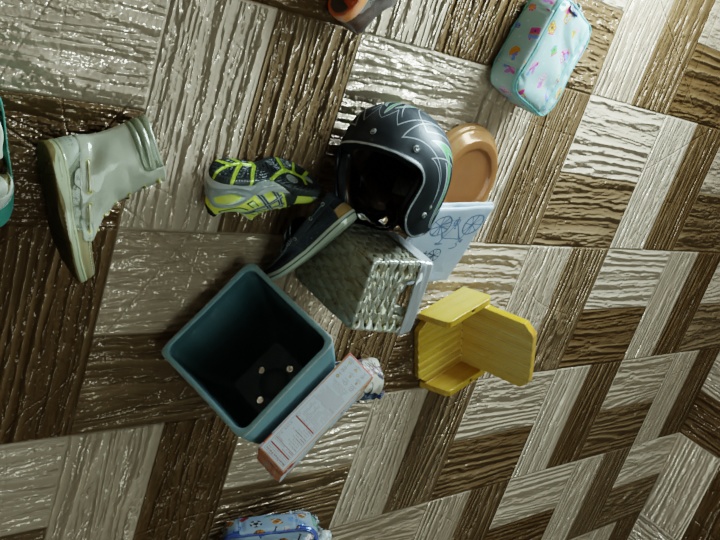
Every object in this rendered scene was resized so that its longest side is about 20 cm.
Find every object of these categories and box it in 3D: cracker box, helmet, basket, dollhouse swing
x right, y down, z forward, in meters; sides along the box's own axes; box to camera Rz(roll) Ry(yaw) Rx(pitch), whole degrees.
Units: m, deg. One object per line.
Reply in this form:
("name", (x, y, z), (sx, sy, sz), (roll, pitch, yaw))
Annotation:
("cracker box", (-0.072, 0.230, 1.366), (0.200, 0.058, 0.134), (-44, 172, -18))
("helmet", (0.053, -0.164, 1.379), (0.198, 0.199, 0.194), (-9, 113, -40))
("basket", (0.000, 0.000, 1.431), (0.122, 0.200, 0.138), (3, 115, -40))
("dollhouse swing", (0.231, 0.172, 1.792), (0.180, 0.175, 0.203), (-27, 134, -29))

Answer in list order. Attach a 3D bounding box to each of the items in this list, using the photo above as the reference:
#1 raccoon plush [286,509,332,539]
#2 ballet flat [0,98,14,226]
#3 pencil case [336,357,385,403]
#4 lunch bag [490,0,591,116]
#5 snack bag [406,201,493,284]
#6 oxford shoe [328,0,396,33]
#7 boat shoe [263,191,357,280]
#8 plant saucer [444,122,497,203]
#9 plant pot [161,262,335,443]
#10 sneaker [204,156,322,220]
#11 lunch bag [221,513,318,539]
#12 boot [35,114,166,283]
("raccoon plush", (-0.150, 0.555, 1.775), (0.196, 0.098, 0.135), (-6, 140, -8))
("ballet flat", (-0.433, -0.126, 1.014), (0.067, 0.070, 0.203), (-21, 130, -33))
("pencil case", (-0.045, 0.214, 1.622), (0.198, 0.077, 0.091), (-3, 104, -44))
("lunch bag", (0.330, -0.389, 1.583), (0.159, 0.077, 0.202), (24, 98, -49))
("snack bag", (0.141, -0.047, 1.640), (0.186, 0.021, 0.202), (-8, 138, -41))
("oxford shoe", (0.037, -0.433, 1.273), (0.200, 0.072, 0.073), (-46, 146, 9))
("boat shoe", (-0.089, -0.051, 1.380), (0.199, 0.063, 0.075), (-39, 179, 31))
("plant saucer", (0.186, -0.169, 1.622), (0.198, 0.037, 0.203), (-24, 131, -31))
("plant pot", (-0.154, 0.152, 1.391), (0.196, 0.195, 0.201), (-45, 157, -11))
("sneaker", (-0.147, -0.119, 1.312), (0.197, 0.076, 0.077), (1, 130, -38))
("lunch bag", (-0.164, 0.543, 1.653), (0.196, 0.076, 0.164), (-1, 102, -7))
("boot", (-0.326, -0.092, 1.145), (0.153, 0.072, 0.203), (-25, 131, -34))
